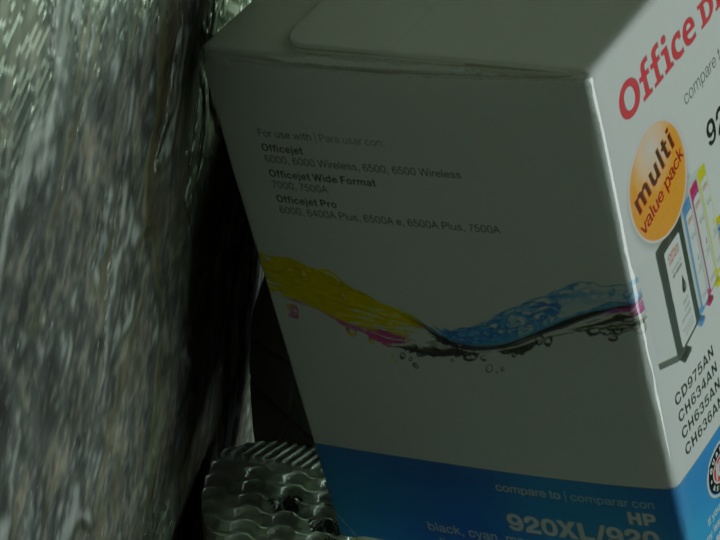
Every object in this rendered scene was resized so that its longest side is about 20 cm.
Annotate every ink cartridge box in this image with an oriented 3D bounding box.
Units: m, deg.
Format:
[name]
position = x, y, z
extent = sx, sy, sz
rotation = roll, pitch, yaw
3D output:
[ink cartridge box]
position = 0.062, -0.022, 0.805
extent = 0.147, 0.144, 0.200
rotation = -50, 135, -43

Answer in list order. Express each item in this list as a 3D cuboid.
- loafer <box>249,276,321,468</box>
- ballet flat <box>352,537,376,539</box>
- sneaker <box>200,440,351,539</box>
[loafer]
position = 0.000, 0.000, 0.907
extent = 0.072, 0.063, 0.201
rotation = 35, -54, 52
[ballet flat]
position = 0.010, 0.179, 1.231
extent = 0.069, 0.069, 0.200
rotation = -65, 177, -67
[sneaker]
position = -0.041, 0.157, 0.835
extent = 0.200, 0.069, 0.100
rotation = -70, 170, -56
